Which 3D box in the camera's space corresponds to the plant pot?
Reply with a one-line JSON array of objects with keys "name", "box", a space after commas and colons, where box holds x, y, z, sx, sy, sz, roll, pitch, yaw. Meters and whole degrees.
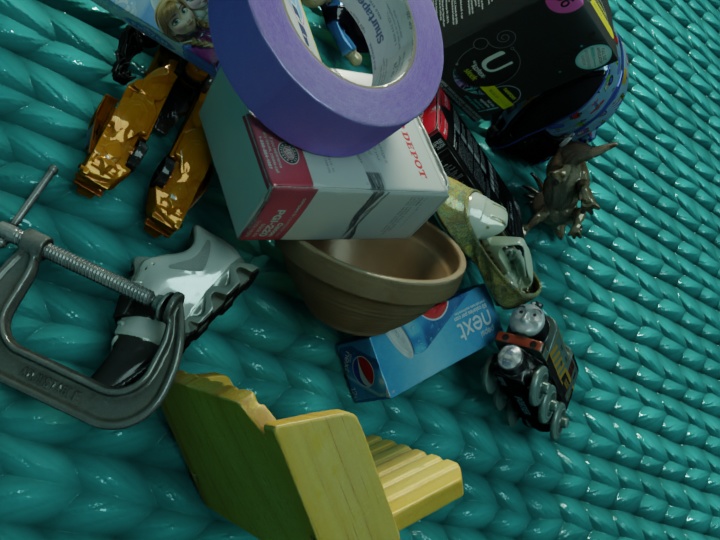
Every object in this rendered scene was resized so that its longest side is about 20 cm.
[{"name": "plant pot", "box": [0.000, 0.000, 0.766, 0.198, 0.201, 0.094, -3, 123, -38]}]

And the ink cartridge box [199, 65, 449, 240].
[{"name": "ink cartridge box", "box": [-0.032, -0.109, 0.696, 0.197, 0.085, 0.148, -3, 61, -36]}]

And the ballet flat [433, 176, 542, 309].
[{"name": "ballet flat", "box": [0.145, -0.035, 0.838, 0.201, 0.070, 0.071, 53, 51, -30]}]

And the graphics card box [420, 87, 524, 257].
[{"name": "graphics card box", "box": [0.130, -0.109, 0.910, 0.201, 0.050, 0.126, 49, 26, -24]}]

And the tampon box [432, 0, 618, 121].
[{"name": "tampon box", "box": [0.183, -0.299, 0.902, 0.149, 0.197, 0.129, 28, 54, -45]}]

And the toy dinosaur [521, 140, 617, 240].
[{"name": "toy dinosaur", "box": [0.267, -0.114, 0.999, 0.084, 0.202, 0.137, 20, 43, 2]}]

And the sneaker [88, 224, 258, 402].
[{"name": "sneaker", "box": [-0.184, 0.039, 0.658, 0.088, 0.074, 0.200, 41, 55, 0]}]

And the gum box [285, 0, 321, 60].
[{"name": "gum box", "box": [-0.101, -0.274, 0.766, 0.113, 0.065, 0.204, -22, 92, -79]}]

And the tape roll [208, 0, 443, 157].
[{"name": "tape roll", "box": [-0.024, -0.202, 0.627, 0.197, 0.065, 0.204, 13, 68, -33]}]

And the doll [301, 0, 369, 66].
[{"name": "doll", "box": [0.004, -0.302, 0.905, 0.197, 0.048, 0.139, 14, 63, -37]}]

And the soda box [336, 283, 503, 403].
[{"name": "soda box", "box": [0.071, 0.078, 0.846, 0.198, 0.064, 0.069, -21, 91, -41]}]

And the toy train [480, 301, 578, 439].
[{"name": "toy train", "box": [0.207, 0.120, 0.899, 0.201, 0.084, 0.116, 52, 56, -49]}]

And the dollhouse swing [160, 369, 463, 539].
[{"name": "dollhouse swing", "box": [-0.034, 0.135, 0.638, 0.174, 0.198, 0.185, -30, 110, -33]}]

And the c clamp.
[{"name": "c clamp", "box": [-0.221, 0.023, 0.600, 0.197, 0.027, 0.173, 29, 68, 6]}]

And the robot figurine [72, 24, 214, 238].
[{"name": "robot figurine", "box": [-0.181, -0.141, 0.704, 0.144, 0.058, 0.203, 33, 58, -26]}]

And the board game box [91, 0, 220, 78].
[{"name": "board game box", "box": [-0.164, -0.312, 0.674, 0.197, 0.043, 0.203, 29, 83, -5]}]

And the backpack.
[{"name": "backpack", "box": [0.275, -0.255, 1.011, 0.133, 0.199, 0.187, 17, 67, -33]}]
